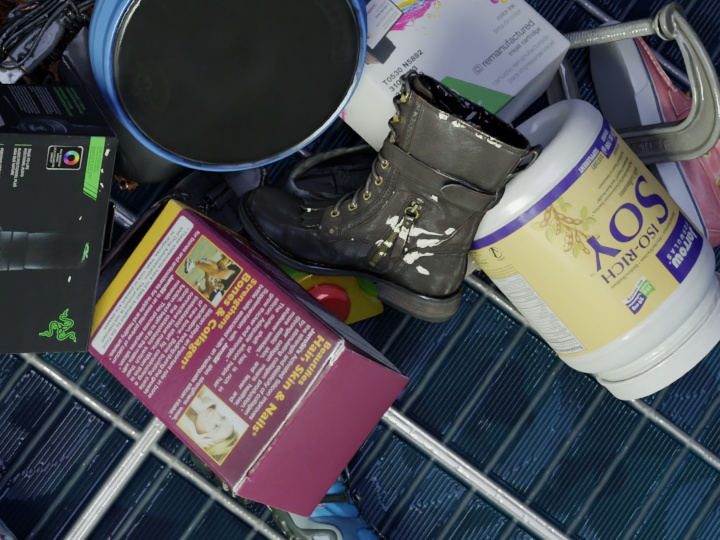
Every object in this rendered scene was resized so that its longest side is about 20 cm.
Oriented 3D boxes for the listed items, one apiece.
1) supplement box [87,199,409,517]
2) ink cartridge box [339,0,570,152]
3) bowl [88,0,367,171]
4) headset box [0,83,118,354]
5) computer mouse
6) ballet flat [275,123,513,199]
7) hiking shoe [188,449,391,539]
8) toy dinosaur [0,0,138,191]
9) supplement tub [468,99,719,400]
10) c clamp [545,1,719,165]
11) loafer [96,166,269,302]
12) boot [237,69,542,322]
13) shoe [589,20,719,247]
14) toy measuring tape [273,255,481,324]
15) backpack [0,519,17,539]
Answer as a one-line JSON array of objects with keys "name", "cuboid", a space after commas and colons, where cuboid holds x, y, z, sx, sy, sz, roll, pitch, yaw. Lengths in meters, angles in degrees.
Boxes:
[{"name": "supplement box", "cuboid": [-0.086, 0.061, 1.355, 0.200, 0.103, 0.131, 40, 95, 34]}, {"name": "ink cartridge box", "cuboid": [0.035, -0.180, 1.454, 0.200, 0.084, 0.145, 44, 68, 9]}, {"name": "bowl", "cuboid": [-0.090, -0.158, 1.337, 0.201, 0.039, 0.201, -8, 127, -12]}, {"name": "headset box", "cuboid": [-0.271, -0.035, 1.310, 0.200, 0.093, 0.174, 0, 118, -25]}, {"name": "computer mouse", "cuboid": [-0.172, -0.134, 1.389, 0.139, 0.053, 0.200, -48, 134, -14]}, {"name": "ballet flat", "cuboid": [0.031, -0.078, 1.478, 0.200, 0.057, 0.066, -18, 86, -12]}, {"name": "hiking shoe", "cuboid": [-0.031, 0.164, 1.425, 0.200, 0.074, 0.087, 39, 79, -3]}, {"name": "toy dinosaur", "cuboid": [-0.231, -0.148, 1.428, 0.200, 0.102, 0.136, 47, 64, 2]}, {"name": "supplement tub", "cuboid": [0.177, -0.014, 1.440, 0.145, 0.145, 0.200, -46, 104, -12]}, {"name": "c clamp", "cuboid": [0.194, -0.159, 1.466, 0.027, 0.200, 0.171, -20, 106, -39]}, {"name": "loafer", "cuboid": [-0.143, -0.019, 1.437, 0.200, 0.063, 0.072, -42, 91, -12]}, {"name": "boot", "cuboid": [0.019, -0.069, 1.367, 0.200, 0.174, 0.069, 23, 35, 8]}, {"name": "shoe", "cuboid": [0.259, -0.115, 1.520, 0.091, 0.071, 0.200, -21, 89, -16]}, {"name": "toy measuring tape", "cuboid": [0.000, 0.000, 1.452, 0.200, 0.074, 0.074, -18, 86, -9]}, {"name": "backpack", "cuboid": [-0.327, 0.245, 1.334, 0.200, 0.154, 0.163, -38, 103, 4]}]
